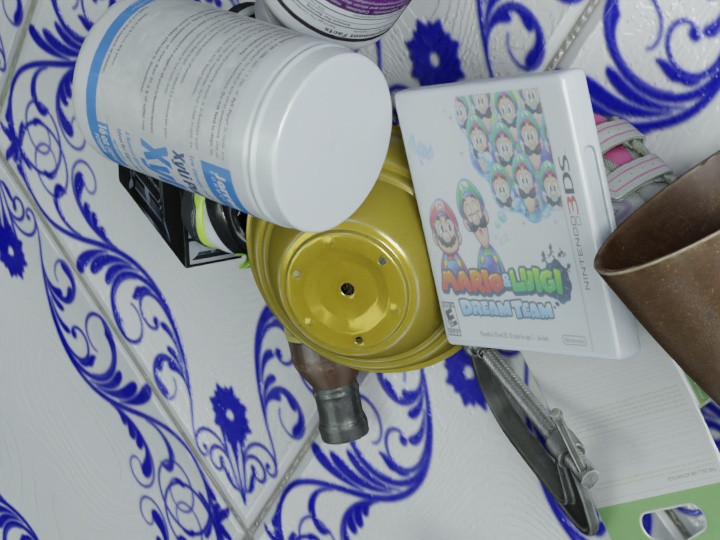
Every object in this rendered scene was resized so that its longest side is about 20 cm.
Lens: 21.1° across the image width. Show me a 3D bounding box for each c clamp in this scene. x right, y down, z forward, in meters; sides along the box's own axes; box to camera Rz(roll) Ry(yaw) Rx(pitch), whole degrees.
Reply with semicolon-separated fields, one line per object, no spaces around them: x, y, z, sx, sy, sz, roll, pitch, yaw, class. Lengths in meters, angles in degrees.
0.121;0.102;1.361;0.200;0.027;0.171;50;168;52;c clamp

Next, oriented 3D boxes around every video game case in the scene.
0.099;-0.036;1.268;0.200;0.024;0.183;2;108;60;video game case

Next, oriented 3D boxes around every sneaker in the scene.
0.159;-0.053;1.251;0.199;0.081;0.089;16;121;47;sneaker
-0.078;-0.102;1.475;0.083;0.072;0.201;21;110;36;sneaker

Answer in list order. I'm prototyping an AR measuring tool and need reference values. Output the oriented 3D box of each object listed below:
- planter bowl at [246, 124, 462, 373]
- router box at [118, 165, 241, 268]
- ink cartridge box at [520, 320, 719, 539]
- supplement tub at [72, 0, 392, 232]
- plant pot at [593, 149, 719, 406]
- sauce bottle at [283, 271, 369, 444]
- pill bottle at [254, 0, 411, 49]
0.000;0.000;1.400;0.199;0.084;0.202;6;114;13;planter bowl
-0.156;-0.114;1.606;0.200;0.052;0.158;-133;37;-56;router box
0.194;0.097;1.311;0.145;0.048;0.201;-24;94;55;ink cartridge box
-0.092;-0.114;1.354;0.199;0.132;0.133;22;124;35;supplement tub
0.264;0.030;1.098;0.201;0.187;0.187;56;145;-8;plant pot
-0.031;0.041;1.561;0.065;0.065;0.201;8;115;50;sauce bottle
-0.002;-0.231;1.343;0.113;0.112;0.200;59;143;13;pill bottle
